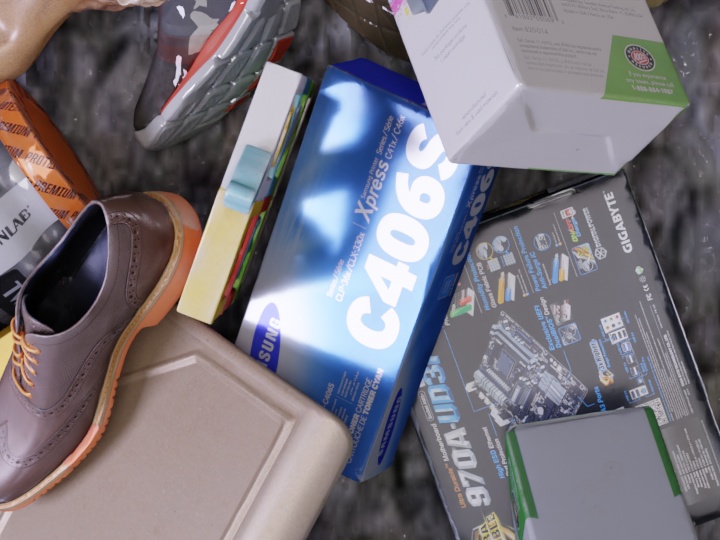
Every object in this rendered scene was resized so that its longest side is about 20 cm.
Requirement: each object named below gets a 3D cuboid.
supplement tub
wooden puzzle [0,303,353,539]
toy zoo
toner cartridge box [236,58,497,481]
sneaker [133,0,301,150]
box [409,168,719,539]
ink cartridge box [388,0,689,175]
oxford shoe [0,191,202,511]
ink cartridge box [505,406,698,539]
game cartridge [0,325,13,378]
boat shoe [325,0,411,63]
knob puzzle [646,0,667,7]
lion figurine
[{"bbox_3d":[-0.242,-0.008,1.213,0.199,0.123,0.123,-35,92,4],"label":"supplement tub"},{"bbox_3d":[-0.115,0.116,1.203,0.199,0.037,0.186,32,96,30],"label":"wooden puzzle"},{"bbox_3d":[-0.058,-0.042,1.167,0.020,0.200,0.132,20,94,0],"label":"toy zoo"},{"bbox_3d":[0.000,0.000,1.191,0.095,0.043,0.201,25,109,20],"label":"toner cartridge box"},{"bbox_3d":[-0.077,-0.155,1.212,0.082,0.077,0.200,43,119,16],"label":"sneaker"},{"bbox_3d":[0.105,0.062,1.245,0.158,0.046,0.201,-21,92,4],"label":"box"},{"bbox_3d":[0.074,-0.151,1.148,0.116,0.067,0.201,3,57,-36],"label":"ink cartridge box"},{"bbox_3d":[-0.162,0.040,1.174,0.071,0.073,0.201,41,109,31],"label":"oxford shoe"},{"bbox_3d":[0.132,0.196,1.166,0.082,0.147,0.201,-9,124,-1],"label":"ink cartridge box"},{"bbox_3d":[-0.164,0.112,1.266,0.199,0.032,0.177,-35,92,6],"label":"game cartridge"},{"bbox_3d":[0.044,-0.153,1.231,0.200,0.072,0.068,37,60,3],"label":"boat shoe"},{"bbox_3d":[0.154,-0.238,1.192,0.219,0.030,0.221,22,127,32],"label":"knob puzzle"},{"bbox_3d":[-0.175,-0.152,1.201,0.200,0.072,0.123,-40,83,37],"label":"lion figurine"}]
